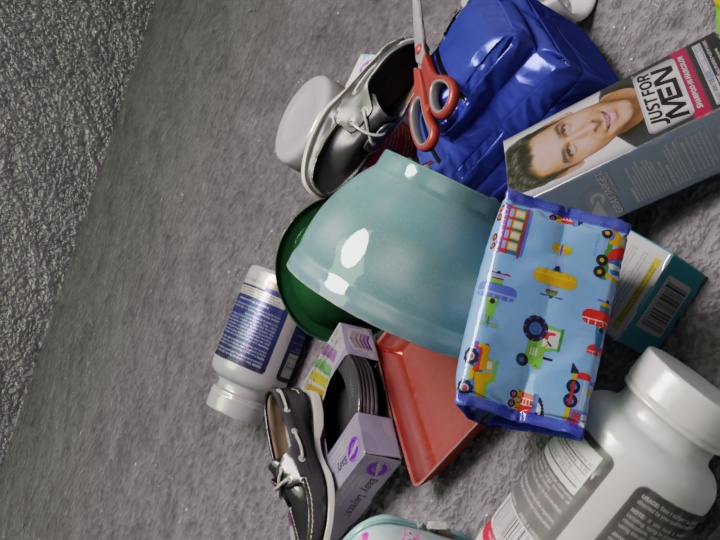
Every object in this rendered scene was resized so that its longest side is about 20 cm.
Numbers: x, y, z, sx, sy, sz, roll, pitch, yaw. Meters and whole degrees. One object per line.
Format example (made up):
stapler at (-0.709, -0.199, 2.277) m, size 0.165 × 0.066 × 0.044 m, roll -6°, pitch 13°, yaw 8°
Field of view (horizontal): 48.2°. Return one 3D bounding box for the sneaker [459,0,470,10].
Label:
sneaker at (0.160, -0.314, 0.991) m, size 0.088 × 0.074 × 0.202 m, roll -23°, pitch 41°, yaw 49°

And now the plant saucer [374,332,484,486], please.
plant saucer at (0.100, 0.084, 0.820) m, size 0.201 × 0.036 × 0.201 m, roll -52°, pitch 32°, yaw 26°

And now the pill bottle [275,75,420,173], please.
pill bottle at (0.005, -0.140, 0.977) m, size 0.112 × 0.198 × 0.114 m, roll -37°, pitch 39°, yaw 39°

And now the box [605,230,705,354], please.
box at (0.202, -0.009, 0.718) m, size 0.083 × 0.049 × 0.200 m, roll -59°, pitch 30°, yaw 11°

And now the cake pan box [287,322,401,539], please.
cake pan box at (-0.028, 0.188, 0.911) m, size 0.201 × 0.052 × 0.186 m, roll -58°, pitch 31°, yaw 35°

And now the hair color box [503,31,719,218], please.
hair color box at (0.223, -0.106, 0.682) m, size 0.198 × 0.061 × 0.100 m, roll -26°, pitch 36°, yaw 27°

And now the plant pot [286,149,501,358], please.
plant pot at (0.050, -0.026, 0.734) m, size 0.136 × 0.198 × 0.200 m, roll -64°, pitch 30°, yaw 8°

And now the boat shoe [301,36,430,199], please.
boat shoe at (0.005, -0.165, 0.866) m, size 0.201 × 0.071 × 0.068 m, roll -54°, pitch 21°, yaw 0°

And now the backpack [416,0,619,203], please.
backpack at (0.137, -0.166, 0.826) m, size 0.201 × 0.166 × 0.164 m, roll -52°, pitch 26°, yaw 33°

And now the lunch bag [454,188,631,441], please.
lunch bag at (0.123, 0.046, 0.632) m, size 0.200 × 0.093 × 0.153 m, roll 86°, pitch -160°, yaw -79°

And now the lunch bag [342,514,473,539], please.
lunch bag at (0.019, 0.298, 0.677) m, size 0.201 × 0.159 × 0.077 m, roll -58°, pitch 31°, yaw 14°

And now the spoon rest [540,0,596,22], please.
spoon rest at (0.243, -0.341, 0.903) m, size 0.099 × 0.060 × 0.202 m, roll -16°, pitch 42°, yaw 51°

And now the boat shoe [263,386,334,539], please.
boat shoe at (-0.069, 0.208, 0.854) m, size 0.074 × 0.060 × 0.202 m, roll -55°, pitch 31°, yaw 38°

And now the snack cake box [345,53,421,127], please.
snack cake box at (0.071, -0.209, 1.009) m, size 0.068 × 0.114 × 0.200 m, roll -62°, pitch 30°, yaw 2°

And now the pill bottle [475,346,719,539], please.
pill bottle at (0.178, 0.158, 0.574) m, size 0.201 × 0.110 × 0.111 m, roll -57°, pitch 31°, yaw 14°

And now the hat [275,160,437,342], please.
hat at (0.000, 0.000, 0.867) m, size 0.176 × 0.163 × 0.203 m, roll -151°, pitch 45°, yaw -72°

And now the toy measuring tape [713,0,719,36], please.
toy measuring tape at (0.334, -0.270, 0.681) m, size 0.073 × 0.073 × 0.203 m, roll -25°, pitch 49°, yaw 48°

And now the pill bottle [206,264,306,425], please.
pill bottle at (-0.138, 0.104, 1.117) m, size 0.110 × 0.110 × 0.203 m, roll 12°, pitch 78°, yaw 59°

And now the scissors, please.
scissors at (0.056, -0.204, 0.794) m, size 0.073 × 0.014 × 0.202 m, roll -56°, pitch 36°, yaw 42°
